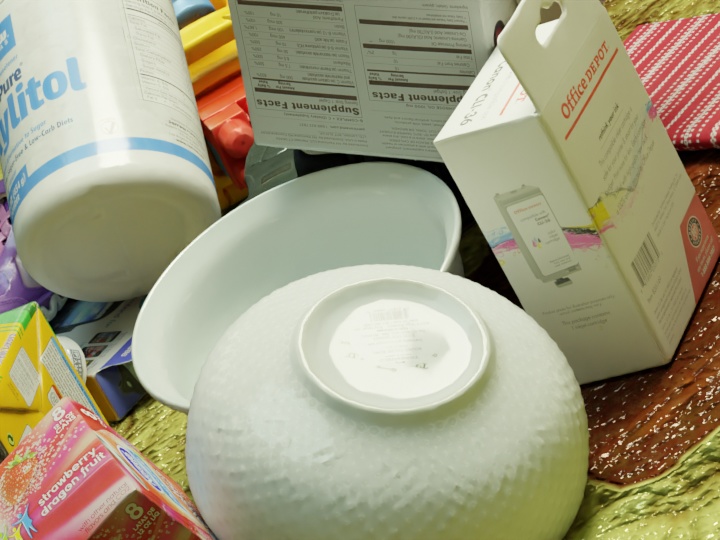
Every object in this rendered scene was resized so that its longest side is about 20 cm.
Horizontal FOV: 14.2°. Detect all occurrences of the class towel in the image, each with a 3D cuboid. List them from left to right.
[{"bbox_3d":[0.205,-0.113,1.770,0.200,0.023,0.145,-3,35,51],"label":"towel"}]

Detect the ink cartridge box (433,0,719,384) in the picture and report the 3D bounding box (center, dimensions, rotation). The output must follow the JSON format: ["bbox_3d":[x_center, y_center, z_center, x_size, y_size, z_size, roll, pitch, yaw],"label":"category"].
[{"bbox_3d":[0.108,-0.055,1.517,0.067,0.201,0.117,-15,25,32],"label":"ink cartridge box"}]

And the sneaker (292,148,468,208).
[{"bbox_3d":[0.043,-0.050,1.672,0.146,0.077,0.203,-19,43,-11],"label":"sneaker"}]

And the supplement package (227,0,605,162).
[{"bbox_3d":[0.038,-0.162,1.655,0.155,0.111,0.200,6,37,22],"label":"supplement package"}]

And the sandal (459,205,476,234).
[{"bbox_3d":[0.000,0.000,1.729,0.082,0.055,0.200,30,60,27],"label":"sandal"}]

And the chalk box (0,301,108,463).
[{"bbox_3d":[-0.257,0.126,1.676,0.199,0.125,0.124,-19,24,21],"label":"chalk box"}]

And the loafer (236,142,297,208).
[{"bbox_3d":[-0.043,-0.030,1.849,0.072,0.063,0.200,-25,26,22],"label":"loafer"}]

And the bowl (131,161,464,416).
[{"bbox_3d":[-0.020,0.037,1.602,0.200,0.091,0.201,-19,34,14],"label":"bowl"}]

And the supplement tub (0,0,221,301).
[{"bbox_3d":[-0.167,-0.093,1.838,0.132,0.132,0.201,-25,53,11],"label":"supplement tub"}]

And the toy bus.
[{"bbox_3d":[-0.109,-0.139,1.993,0.135,0.201,0.192,-29,29,-7],"label":"toy bus"}]

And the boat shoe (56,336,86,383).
[{"bbox_3d":[-0.260,0.080,1.810,0.199,0.072,0.068,-15,-18,42],"label":"boat shoe"}]

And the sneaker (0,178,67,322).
[{"bbox_3d":[-0.218,-0.023,1.902,0.080,0.089,0.200,-6,30,42],"label":"sneaker"}]

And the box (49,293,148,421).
[{"bbox_3d":[-0.178,0.051,1.862,0.199,0.042,0.119,-4,33,43],"label":"box"}]

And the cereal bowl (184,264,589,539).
[{"bbox_3d":[0.014,0.065,1.402,0.199,0.084,0.201,1,43,-1],"label":"cereal bowl"}]

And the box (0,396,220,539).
[{"bbox_3d":[-0.164,0.176,1.397,0.200,0.095,0.100,-47,37,1],"label":"box"}]
